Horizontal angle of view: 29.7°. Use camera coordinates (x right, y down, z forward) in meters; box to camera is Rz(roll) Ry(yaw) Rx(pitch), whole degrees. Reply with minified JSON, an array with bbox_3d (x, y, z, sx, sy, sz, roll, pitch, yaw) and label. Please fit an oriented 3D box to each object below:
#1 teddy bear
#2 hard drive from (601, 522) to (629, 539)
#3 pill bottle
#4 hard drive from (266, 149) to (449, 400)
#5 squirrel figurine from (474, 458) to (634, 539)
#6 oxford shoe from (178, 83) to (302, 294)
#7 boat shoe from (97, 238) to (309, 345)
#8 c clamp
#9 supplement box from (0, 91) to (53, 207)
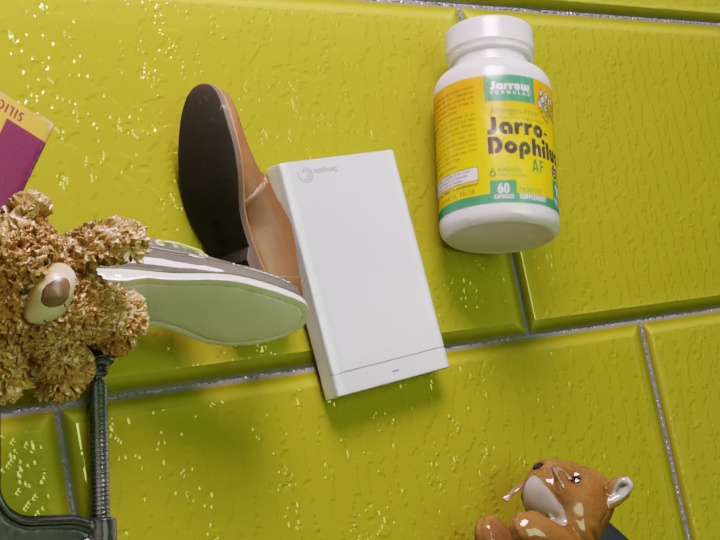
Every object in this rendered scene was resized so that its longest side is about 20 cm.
[{"bbox_3d":[-0.195,0.029,0.887,0.144,0.201,0.067,-27,63,-22],"label":"teddy bear"},{"bbox_3d":[0.252,0.337,1.272,0.200,0.033,0.140,42,55,-21],"label":"hard drive"},{"bbox_3d":[0.124,-0.126,1.254,0.112,0.112,0.202,10,71,-36],"label":"pill bottle"},{"bbox_3d":[0.000,0.000,1.175,0.131,0.027,0.202,-11,83,-40],"label":"hard drive"},{"bbox_3d":[0.186,0.266,1.167,0.200,0.141,0.187,38,47,-10],"label":"squirrel figurine"},{"bbox_3d":[-0.094,-0.054,1.094,0.071,0.071,0.202,-22,102,-45],"label":"oxford shoe"},{"bbox_3d":[-0.136,0.010,1.014,0.200,0.072,0.061,6,43,-21],"label":"boat shoe"},{"bbox_3d":[-0.210,0.129,0.975,0.170,0.027,0.202,-3,80,-34],"label":"c clamp"},{"bbox_3d":[-0.311,-0.039,0.890,0.131,0.103,0.201,33,59,-28],"label":"supplement box"}]
